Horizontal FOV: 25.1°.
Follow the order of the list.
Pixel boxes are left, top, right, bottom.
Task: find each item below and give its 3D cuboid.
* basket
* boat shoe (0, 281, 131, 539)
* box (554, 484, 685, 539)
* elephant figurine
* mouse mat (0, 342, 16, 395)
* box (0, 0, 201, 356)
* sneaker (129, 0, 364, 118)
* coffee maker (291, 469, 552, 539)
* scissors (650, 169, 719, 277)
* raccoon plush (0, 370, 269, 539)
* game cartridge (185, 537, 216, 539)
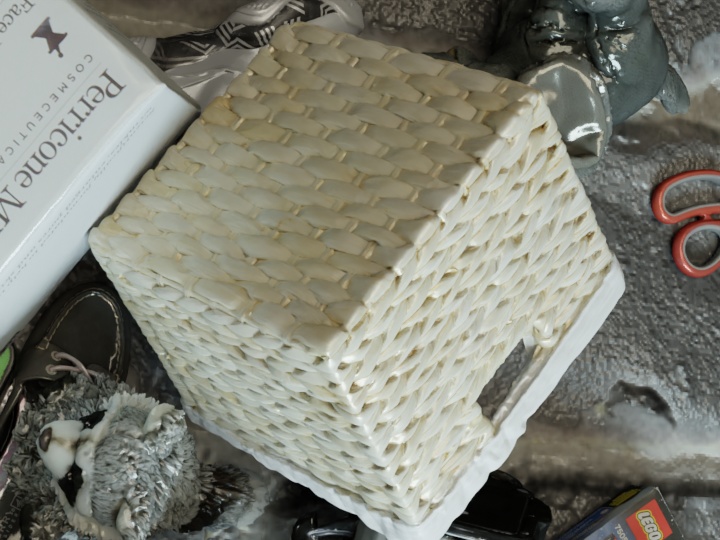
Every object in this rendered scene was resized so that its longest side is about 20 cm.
[{"bbox_3d":[0.000,0.000,0.859,0.199,0.199,0.161,-50,138,-20],"label":"basket"},{"bbox_3d":[-0.180,0.099,0.924,0.066,0.057,0.201,27,76,-16],"label":"boat shoe"},{"bbox_3d":[0.180,0.261,1.054,0.136,0.040,0.201,-30,95,-20],"label":"box"},{"bbox_3d":[0.094,-0.106,1.022,0.155,0.142,0.200,34,75,21],"label":"elephant figurine"},{"bbox_3d":[-0.312,0.068,0.904,0.199,0.008,0.162,29,75,-15],"label":"mouse mat"},{"bbox_3d":[-0.197,-0.055,0.825,0.131,0.200,0.199,40,91,-2],"label":"box"},{"bbox_3d":[-0.080,-0.093,0.975,0.198,0.075,0.116,-18,92,-16],"label":"sneaker"},{"bbox_3d":[0.041,0.223,0.944,0.192,0.134,0.202,6,101,-58],"label":"coffee maker"},{"bbox_3d":[0.295,-0.047,1.143,0.198,0.014,0.074,-13,87,-20],"label":"scissors"},{"bbox_3d":[-0.096,0.105,0.881,0.199,0.133,0.098,2,88,-42],"label":"raccoon plush"},{"bbox_3d":[-0.097,0.181,0.808,0.199,0.133,0.041,4,101,-48],"label":"game cartridge"}]
